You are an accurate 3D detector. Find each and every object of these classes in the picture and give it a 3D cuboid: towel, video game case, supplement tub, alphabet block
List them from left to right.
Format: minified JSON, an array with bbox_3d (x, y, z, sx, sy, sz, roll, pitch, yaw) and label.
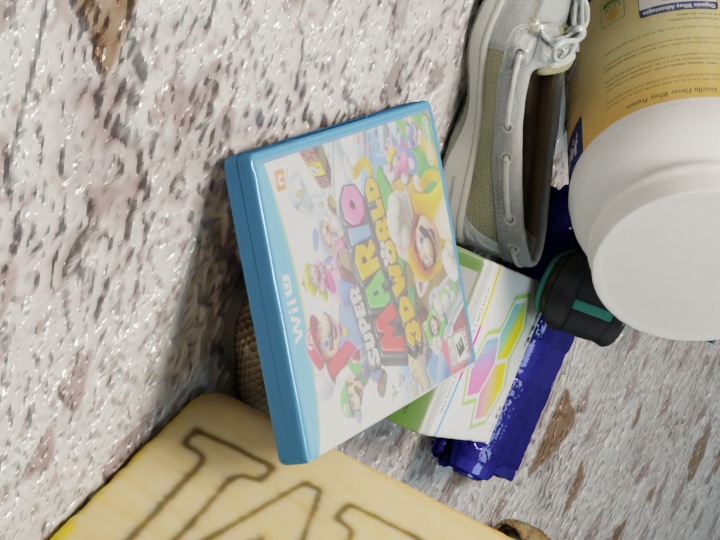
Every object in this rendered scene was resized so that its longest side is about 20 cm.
[{"bbox_3d":[-0.048,0.212,1.041,0.196,0.199,0.196,-43,150,-46],"label":"alphabet block"},{"bbox_3d":[0.000,0.000,1.089,0.200,0.018,0.144,-24,105,-62],"label":"video game case"},{"bbox_3d":[0.108,0.042,1.466,0.201,0.049,0.148,-66,167,0],"label":"towel"},{"bbox_3d":[0.188,-0.074,1.265,0.145,0.143,0.201,90,2,-48],"label":"supplement tub"}]

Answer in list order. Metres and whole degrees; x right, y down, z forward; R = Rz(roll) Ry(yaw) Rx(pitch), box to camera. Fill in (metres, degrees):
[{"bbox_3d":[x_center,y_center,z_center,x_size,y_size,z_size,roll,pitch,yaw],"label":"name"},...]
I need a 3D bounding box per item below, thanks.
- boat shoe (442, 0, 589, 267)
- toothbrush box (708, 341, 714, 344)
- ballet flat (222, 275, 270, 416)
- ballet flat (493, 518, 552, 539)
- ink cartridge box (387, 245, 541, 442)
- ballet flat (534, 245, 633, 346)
[{"bbox_3d":[0.095,-0.100,1.241,0.074,0.064,0.203,-28,138,-59],"label":"boat shoe"},{"bbox_3d":[0.247,-0.050,1.645,0.147,0.085,0.200,-62,158,-10],"label":"toothbrush box"},{"bbox_3d":[-0.037,0.076,1.130,0.201,0.046,0.068,90,24,-46],"label":"ballet flat"},{"bbox_3d":[0.076,0.267,1.625,0.065,0.070,0.201,49,60,-38],"label":"ballet flat"},{"bbox_3d":[0.059,0.043,1.316,0.105,0.059,0.200,-68,160,1],"label":"ink cartridge box"},{"bbox_3d":[0.166,0.005,1.378,0.200,0.073,0.074,-32,142,-66],"label":"ballet flat"}]
